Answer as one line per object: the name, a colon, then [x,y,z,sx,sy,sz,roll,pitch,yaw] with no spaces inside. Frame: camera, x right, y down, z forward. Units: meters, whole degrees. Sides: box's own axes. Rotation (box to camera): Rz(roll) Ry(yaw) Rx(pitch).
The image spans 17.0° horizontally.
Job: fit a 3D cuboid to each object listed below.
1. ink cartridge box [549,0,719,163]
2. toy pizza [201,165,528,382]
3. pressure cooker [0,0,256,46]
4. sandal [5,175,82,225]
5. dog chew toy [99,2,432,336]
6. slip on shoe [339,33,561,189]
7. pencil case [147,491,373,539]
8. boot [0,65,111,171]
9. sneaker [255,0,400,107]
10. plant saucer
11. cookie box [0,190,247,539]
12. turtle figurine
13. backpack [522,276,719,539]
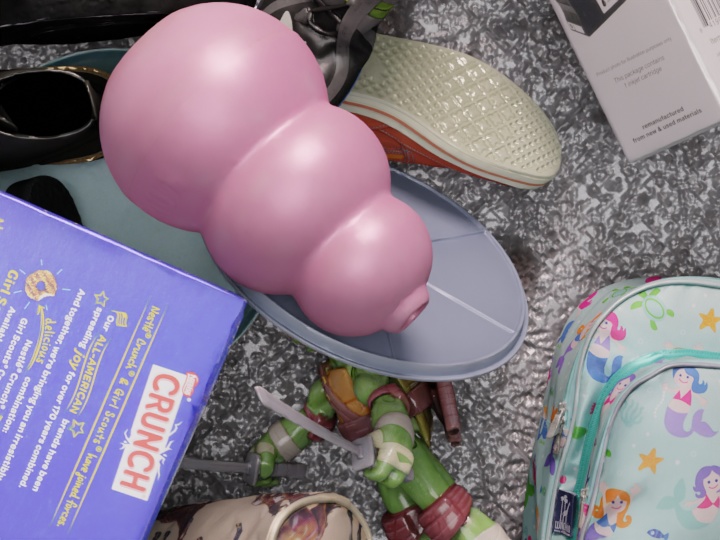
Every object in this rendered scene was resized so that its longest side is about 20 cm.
ink cartridge box: [0.175,-0.183,1.366,0.144,0.084,0.200,-28,92,-44]
toy pizza: [0.000,0.000,1.358,0.200,0.200,0.032,25,123,-2]
pressure cooker: [-0.150,-0.230,1.343,0.178,0.176,0.201,-3,90,15]
sandal: [-0.171,0.047,1.381,0.048,0.075,0.201,-17,84,23]
dog chew toy: [-0.043,-0.045,1.261,0.125,0.125,0.200,-44,81,-1]
slip on shoe: [0.022,-0.093,1.410,0.199,0.061,0.074,17,56,-9]
pencil case: [-0.087,0.173,1.336,0.078,0.200,0.090,41,54,-34]
boot: [-0.231,-0.083,1.334,0.199,0.138,0.078,-13,91,0]
sneaker: [-0.005,-0.166,1.325,0.071,0.083,0.200,32,97,-3]
plant saucer: [-0.143,-0.030,1.420,0.199,0.027,0.201,0,92,-1]
cookie box: [-0.182,0.055,1.262,0.200,0.075,0.172,24,86,-2]
turtle figurine: [-0.009,0.123,1.373,0.144,0.200,0.194,-33,97,33]
backpack: [0.189,0.101,1.379,0.177,0.151,0.201,10,84,-7]
